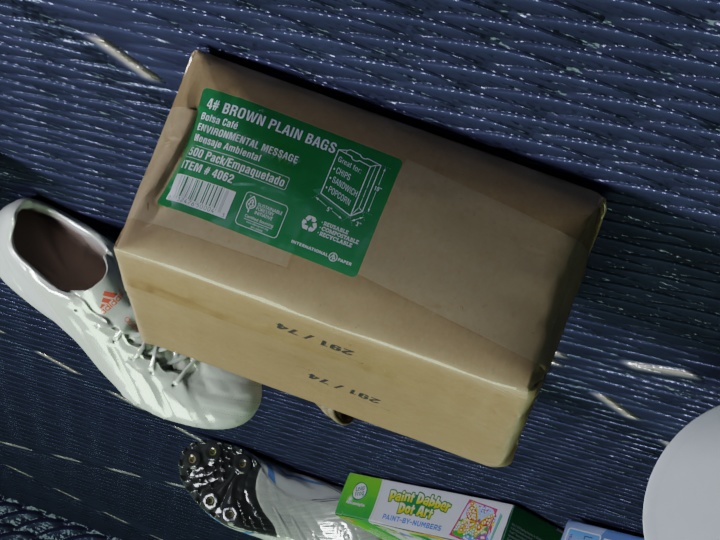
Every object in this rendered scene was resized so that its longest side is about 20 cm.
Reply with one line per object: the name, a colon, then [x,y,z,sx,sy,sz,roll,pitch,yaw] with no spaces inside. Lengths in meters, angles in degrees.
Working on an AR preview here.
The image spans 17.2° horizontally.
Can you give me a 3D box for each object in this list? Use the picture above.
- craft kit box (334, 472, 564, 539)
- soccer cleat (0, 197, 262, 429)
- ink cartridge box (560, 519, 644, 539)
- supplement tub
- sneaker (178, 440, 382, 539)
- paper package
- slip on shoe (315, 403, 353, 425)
craft kit box: [0.113,0.235,1.999,0.197,0.049,0.200,2,158,46]
soccer cleat: [-0.144,0.028,1.449,0.200,0.069,0.078,36,160,-2]
ink cartridge box: [0.259,0.263,1.821,0.200,0.076,0.136,13,166,34]
supplement tub: [0.238,0.155,1.276,0.145,0.146,0.200,13,165,28]
sneaker: [-0.069,0.208,2.109,0.200,0.072,0.072,23,175,2]
paper package: [0.000,0.000,1.105,0.200,0.104,0.191,20,165,4]
slip on shoe: [-0.011,0.062,1.454,0.200,0.061,0.076,14,165,26]
